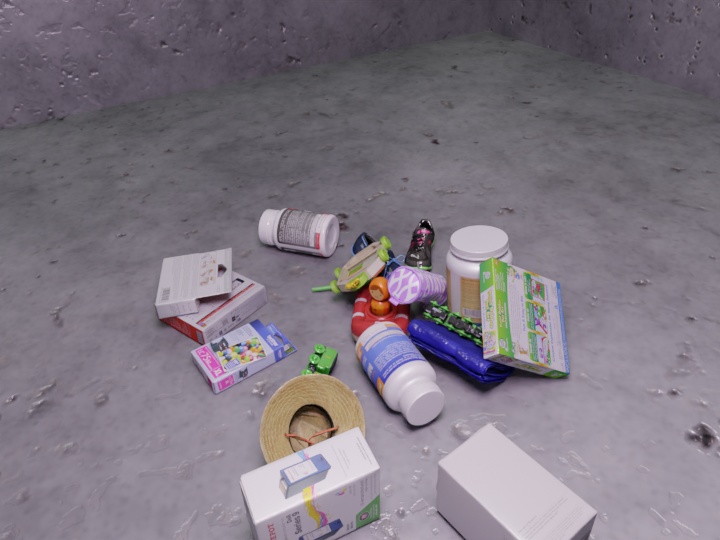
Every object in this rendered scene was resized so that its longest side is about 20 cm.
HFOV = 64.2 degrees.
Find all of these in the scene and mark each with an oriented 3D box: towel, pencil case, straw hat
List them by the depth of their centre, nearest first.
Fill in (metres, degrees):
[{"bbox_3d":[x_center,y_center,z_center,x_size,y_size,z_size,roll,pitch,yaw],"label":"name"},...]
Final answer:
[{"bbox_3d":[-0.091,0.285,1.014,0.199,0.203,0.085,-18,-4,-19],"label":"straw hat"},{"bbox_3d":[0.200,0.165,1.167,0.199,0.050,0.147,29,8,37],"label":"towel"},{"bbox_3d":[0.130,0.041,1.263,0.083,0.086,0.199,28,9,29],"label":"pencil case"}]

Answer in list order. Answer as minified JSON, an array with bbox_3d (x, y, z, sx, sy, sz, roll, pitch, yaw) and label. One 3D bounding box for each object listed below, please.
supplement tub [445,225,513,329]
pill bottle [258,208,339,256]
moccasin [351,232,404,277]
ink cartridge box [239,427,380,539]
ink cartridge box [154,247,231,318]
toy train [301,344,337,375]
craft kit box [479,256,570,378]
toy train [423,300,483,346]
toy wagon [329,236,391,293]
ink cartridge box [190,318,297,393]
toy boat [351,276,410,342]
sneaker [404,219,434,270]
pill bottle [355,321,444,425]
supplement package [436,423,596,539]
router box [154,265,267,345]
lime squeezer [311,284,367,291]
[{"bbox_3d":[0.261,0.018,1.263,0.143,0.202,0.145,-5,31,3],"label":"supplement tub"},{"bbox_3d":[-0.168,-0.108,1.561,0.198,0.115,0.114,10,37,18],"label":"pill bottle"},{"bbox_3d":[0.054,-0.023,1.428,0.199,0.069,0.080,37,29,23],"label":"moccasin"},{"bbox_3d":[-0.073,0.350,0.882,0.198,0.147,0.088,-16,40,-19],"label":"ink cartridge box"},{"bbox_3d":[-0.389,0.025,1.369,0.171,0.044,0.201,-9,35,-7],"label":"ink cartridge box"},{"bbox_3d":[-0.097,0.227,1.136,0.056,0.042,0.201,21,43,4],"label":"toy train"},{"bbox_3d":[0.325,0.096,1.139,0.196,0.048,0.202,20,59,-29],"label":"craft kit box"},{"bbox_3d":[0.216,0.119,1.202,0.199,0.056,0.042,27,83,37],"label":"toy train"},{"bbox_3d":[0.000,0.000,1.324,0.154,0.040,0.200,-34,18,21],"label":"toy wagon"},{"bbox_3d":[-0.250,0.174,1.240,0.199,0.042,0.119,-24,40,-29],"label":"ink cartridge box"},{"bbox_3d":[0.045,0.074,1.272,0.129,0.132,0.201,1,35,6],"label":"toy boat"},{"bbox_3d":[0.155,-0.067,1.502,0.076,0.085,0.201,2,35,8],"label":"sneaker"},{"bbox_3d":[0.077,0.199,1.111,0.111,0.113,0.200,-17,37,-18],"label":"pill bottle"},{"bbox_3d":[0.223,0.356,0.857,0.119,0.122,0.200,-26,42,-28],"label":"supplement package"},{"bbox_3d":[-0.355,0.076,1.375,0.178,0.049,0.200,22,42,31],"label":"router box"},{"bbox_3d":[-0.021,0.021,1.434,0.198,0.038,0.071,-21,39,-21],"label":"lime squeezer"}]
